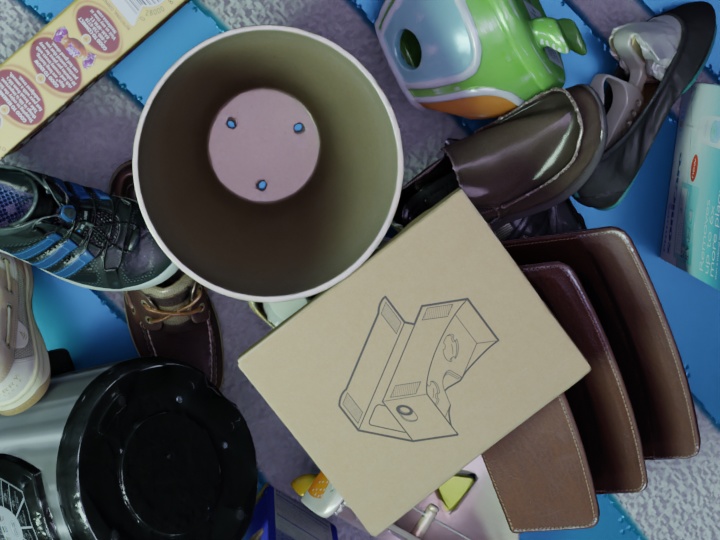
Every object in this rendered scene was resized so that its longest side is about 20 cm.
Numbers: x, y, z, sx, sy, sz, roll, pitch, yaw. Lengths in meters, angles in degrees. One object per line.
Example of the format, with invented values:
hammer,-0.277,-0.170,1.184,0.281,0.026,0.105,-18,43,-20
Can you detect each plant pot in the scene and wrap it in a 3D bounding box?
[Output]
plant pot,-0.068,-0.086,1.322,0.185,0.200,0.190,-1,98,-4

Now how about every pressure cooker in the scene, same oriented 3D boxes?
pressure cooker,-0.194,0.161,1.349,0.178,0.199,0.177,36,61,-30

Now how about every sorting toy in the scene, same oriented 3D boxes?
sorting toy,0.056,0.132,1.401,0.199,0.107,0.181,34,84,-38

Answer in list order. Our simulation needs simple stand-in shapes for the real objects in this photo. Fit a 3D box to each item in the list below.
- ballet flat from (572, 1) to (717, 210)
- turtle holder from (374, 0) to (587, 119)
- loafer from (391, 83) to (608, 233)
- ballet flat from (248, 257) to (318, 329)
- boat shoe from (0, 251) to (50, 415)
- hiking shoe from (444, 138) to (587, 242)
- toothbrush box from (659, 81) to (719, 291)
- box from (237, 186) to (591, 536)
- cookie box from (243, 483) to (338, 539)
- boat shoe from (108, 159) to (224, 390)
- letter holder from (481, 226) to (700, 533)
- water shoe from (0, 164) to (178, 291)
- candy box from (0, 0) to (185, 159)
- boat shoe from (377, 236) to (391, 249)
ballet flat,0.211,-0.140,1.370,0.068,0.068,0.201,43,66,-36
turtle holder,0.075,-0.200,1.350,0.131,0.141,0.186,-26,108,17
loafer,0.097,-0.069,1.332,0.199,0.071,0.074,-37,64,32
ballet flat,-0.008,0.048,1.319,0.199,0.071,0.071,32,96,27
boat shoe,-0.284,0.016,1.333,0.072,0.201,0.065,-30,141,6
hiking shoe,0.130,-0.020,1.419,0.100,0.076,0.202,-14,93,12
toothbrush box,0.295,-0.064,1.352,0.084,0.200,0.148,6,98,-4
box,0.039,0.066,1.268,0.199,0.021,0.164,-37,100,4
cookie box,-0.089,0.269,1.368,0.075,0.200,0.172,35,93,-6
boat shoe,-0.153,0.014,1.393,0.071,0.072,0.202,-12,98,-2
letter holder,0.158,0.083,1.345,0.141,0.101,0.202,-8,114,35
water shoe,-0.224,-0.032,1.309,0.198,0.079,0.072,13,82,-5
candy box,-0.207,-0.168,1.343,0.200,0.117,0.057,-42,99,2
boat shoe,0.000,0.000,1.407,0.198,0.062,0.073,3,97,-4
